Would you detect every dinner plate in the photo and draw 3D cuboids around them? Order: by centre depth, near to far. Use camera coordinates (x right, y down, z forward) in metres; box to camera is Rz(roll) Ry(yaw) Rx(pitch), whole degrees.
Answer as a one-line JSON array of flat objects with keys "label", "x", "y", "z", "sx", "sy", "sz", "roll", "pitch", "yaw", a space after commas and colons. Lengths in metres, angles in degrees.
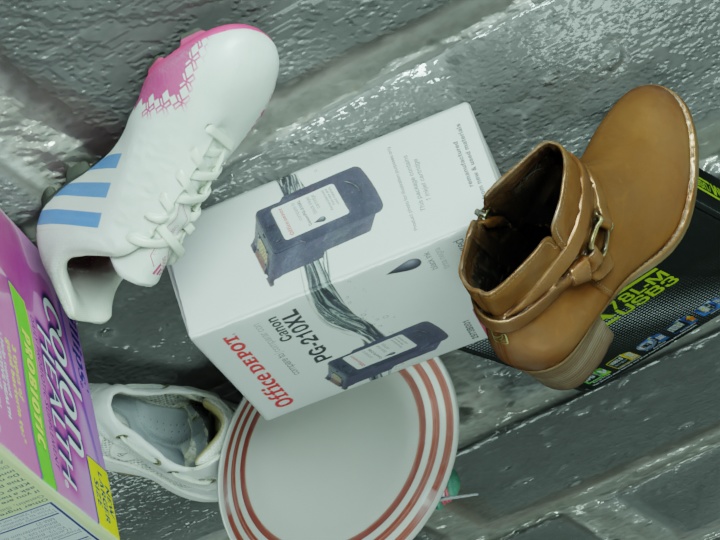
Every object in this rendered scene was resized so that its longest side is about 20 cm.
[{"label": "dinner plate", "x": -0.017, "y": 0.128, "z": 1.218, "sx": 0.200, "sy": 0.024, "sz": 0.201, "roll": -11, "pitch": 110, "yaw": -32}]

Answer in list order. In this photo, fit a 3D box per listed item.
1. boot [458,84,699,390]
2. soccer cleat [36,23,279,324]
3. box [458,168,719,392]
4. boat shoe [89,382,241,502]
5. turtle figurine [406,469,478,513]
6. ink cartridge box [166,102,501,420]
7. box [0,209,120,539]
[{"label": "boot", "x": 0.118, "y": -0.042, "z": 0.956, "sx": 0.200, "sy": 0.077, "sz": 0.155, "roll": -60, "pitch": 149, "yaw": -9}, {"label": "soccer cleat", "x": -0.102, "y": -0.045, "z": 0.912, "sx": 0.070, "sy": 0.086, "sz": 0.200, "roll": 10, "pitch": 141, "yaw": -40}, {"label": "box", "x": 0.176, "y": 0.005, "z": 1.190, "sx": 0.200, "sy": 0.048, "sz": 0.193, "roll": -34, "pitch": 149, "yaw": 26}, {"label": "boat shoe", "x": -0.112, "y": 0.116, "z": 1.187, "sx": 0.200, "sy": 0.071, "sz": 0.069, "roll": 15, "pitch": 156, "yaw": -43}, {"label": "turtle figurine", "x": 0.006, "y": 0.189, "z": 1.362, "sx": 0.200, "sy": 0.101, "sz": 0.150, "roll": -8, "pitch": 138, "yaw": 15}, {"label": "ink cartridge box", "x": 0.000, "y": 0.000, "z": 1.046, "sx": 0.200, "sy": 0.084, "sz": 0.145, "roll": -21, "pitch": 150, "yaw": 7}, {"label": "box", "x": -0.221, "y": 0.053, "z": 0.924, "sx": 0.097, "sy": 0.176, "sz": 0.200, "roll": -19, "pitch": 151, "yaw": 4}]
